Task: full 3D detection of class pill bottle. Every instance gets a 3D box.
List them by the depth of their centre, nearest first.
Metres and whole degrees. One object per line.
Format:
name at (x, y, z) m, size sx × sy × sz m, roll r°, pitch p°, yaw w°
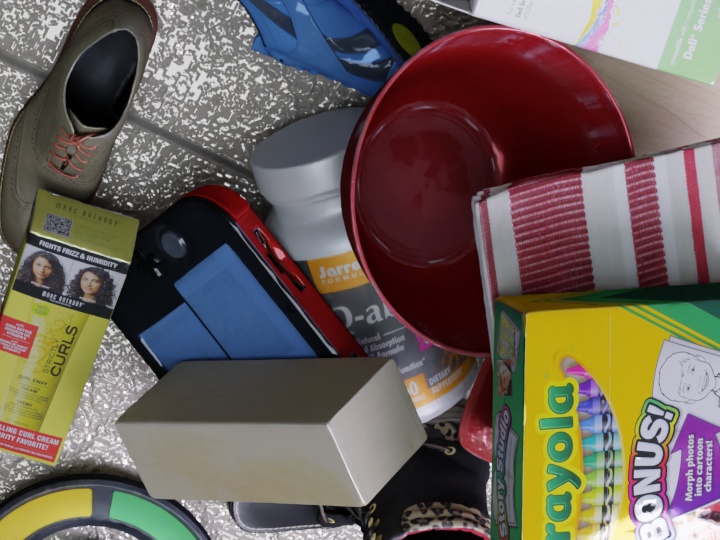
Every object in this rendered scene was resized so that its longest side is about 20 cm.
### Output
pill bottle at (0.000, 0.000, 1.478) m, size 0.115 × 0.117 × 0.201 m, roll -18°, pitch 113°, yaw 4°

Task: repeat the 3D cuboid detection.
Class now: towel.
towel at (0.166, 0.003, 1.351) m, size 0.198 × 0.023 × 0.146 m, roll -12°, pitch 101°, yaw -19°

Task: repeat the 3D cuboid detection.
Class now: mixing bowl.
mixing bowl at (0.064, -0.051, 1.373) m, size 0.198 × 0.108 × 0.202 m, roll -2°, pitch 95°, yaw -23°

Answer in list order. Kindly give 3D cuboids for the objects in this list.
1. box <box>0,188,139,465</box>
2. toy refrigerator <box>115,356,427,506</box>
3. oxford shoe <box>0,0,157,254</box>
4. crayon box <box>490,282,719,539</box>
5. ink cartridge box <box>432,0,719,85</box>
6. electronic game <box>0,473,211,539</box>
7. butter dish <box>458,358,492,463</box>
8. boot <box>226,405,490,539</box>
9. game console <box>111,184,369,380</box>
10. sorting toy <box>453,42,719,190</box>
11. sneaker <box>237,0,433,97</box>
box at (-0.213, 0.042, 1.487) m, size 0.075 × 0.050 × 0.201 m, roll 18°, pitch 128°, yaw -11°
toy refrigerator at (-0.059, 0.106, 1.418) m, size 0.199 × 0.076 × 0.070 m, roll -3°, pitch 120°, yaw 42°
oxford shoe at (-0.195, -0.091, 1.450) m, size 0.070 × 0.075 × 0.201 m, roll 20°, pitch 110°, yaw -11°
crayon box at (0.166, 0.114, 1.324) m, size 0.171 × 0.058 × 0.202 m, roll -4°, pitch 101°, yaw -20°
ink cartridge box at (0.124, -0.184, 1.334) m, size 0.198 × 0.117 × 0.068 m, roll 15°, pitch 109°, yaw -9°
electronic game at (-0.197, 0.240, 1.604) m, size 0.198 × 0.042 × 0.202 m, roll -1°, pitch 112°, yaw -3°
butter dish at (0.178, 0.104, 1.433) m, size 0.198 × 0.148 × 0.201 m, roll 19°, pitch 123°, yaw -6°
boot at (0.003, 0.171, 1.526) m, size 0.198 × 0.151 × 0.074 m, roll -11°, pitch 119°, yaw 1°
game console at (-0.085, 0.050, 1.471) m, size 0.201 × 0.031 × 0.176 m, roll 52°, pitch 134°, yaw -4°
sorting toy at (0.183, -0.125, 1.462) m, size 0.198 × 0.070 × 0.200 m, roll 21°, pitch 109°, yaw -11°
sneaker at (-0.018, -0.156, 1.446) m, size 0.200 × 0.066 × 0.078 m, roll 40°, pitch 116°, yaw -17°
